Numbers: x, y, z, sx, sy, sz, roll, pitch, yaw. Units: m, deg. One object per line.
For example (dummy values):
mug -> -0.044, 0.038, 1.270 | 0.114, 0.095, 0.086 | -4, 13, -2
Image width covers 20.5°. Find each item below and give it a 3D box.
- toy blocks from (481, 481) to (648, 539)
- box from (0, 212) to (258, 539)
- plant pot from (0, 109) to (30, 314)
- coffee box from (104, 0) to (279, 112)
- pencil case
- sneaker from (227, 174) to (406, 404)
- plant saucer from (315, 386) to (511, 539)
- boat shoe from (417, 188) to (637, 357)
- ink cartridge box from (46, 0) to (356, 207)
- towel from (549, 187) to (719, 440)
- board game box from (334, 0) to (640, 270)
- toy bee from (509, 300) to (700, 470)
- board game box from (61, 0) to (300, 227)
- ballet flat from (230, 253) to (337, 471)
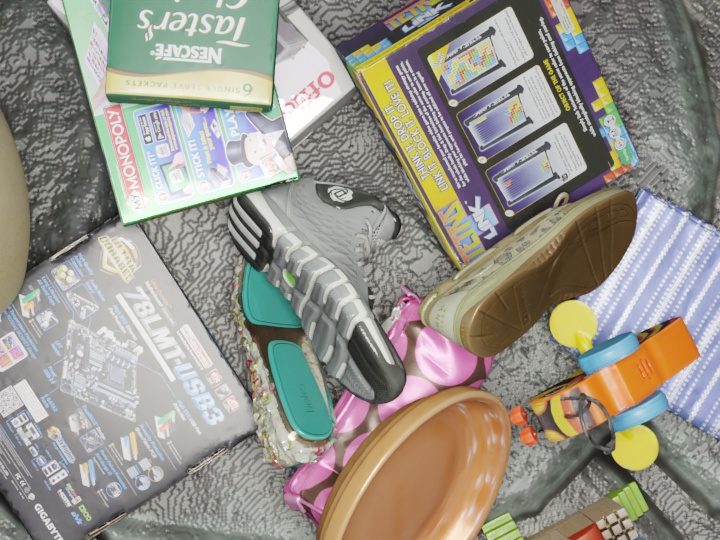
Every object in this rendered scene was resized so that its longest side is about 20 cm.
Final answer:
toy blocks -> 0.143, 0.233, 1.499 | 0.200, 0.137, 0.100 | -27, 92, -4
box -> -0.206, 0.087, 1.519 | 0.198, 0.050, 0.200 | -33, 93, -5
plant pot -> -0.320, -0.024, 1.457 | 0.200, 0.200, 0.134 | -32, 120, -3
coffee box -> -0.115, -0.215, 1.415 | 0.123, 0.044, 0.200 | 5, 88, -4
pencil case -> 0.018, 0.113, 1.516 | 0.094, 0.091, 0.200 | 33, 85, -39
sneaker -> 0.000, 0.000, 1.482 | 0.115, 0.075, 0.200 | -24, 66, -33
plant saucer -> 0.034, 0.169, 1.462 | 0.037, 0.200, 0.200 | 32, 88, 31
boat shoe -> 0.129, -0.009, 1.486 | 0.200, 0.063, 0.073 | -32, 128, -33
ink cartridge box -> -0.116, -0.168, 1.507 | 0.147, 0.083, 0.200 | -42, 92, -4
towel -> 0.269, 0.043, 1.567 | 0.200, 0.024, 0.145 | 30, 91, -2
board game box -> 0.098, -0.122, 1.491 | 0.165, 0.057, 0.200 | -31, 123, -2
toy bee -> 0.167, 0.087, 1.488 | 0.109, 0.200, 0.131 | -24, 72, 36
board game box -> -0.134, -0.145, 1.448 | 0.135, 0.029, 0.200 | -15, 90, -4
ballet flat -> -0.067, 0.061, 1.503 | 0.076, 0.064, 0.200 | 10, 53, -28
